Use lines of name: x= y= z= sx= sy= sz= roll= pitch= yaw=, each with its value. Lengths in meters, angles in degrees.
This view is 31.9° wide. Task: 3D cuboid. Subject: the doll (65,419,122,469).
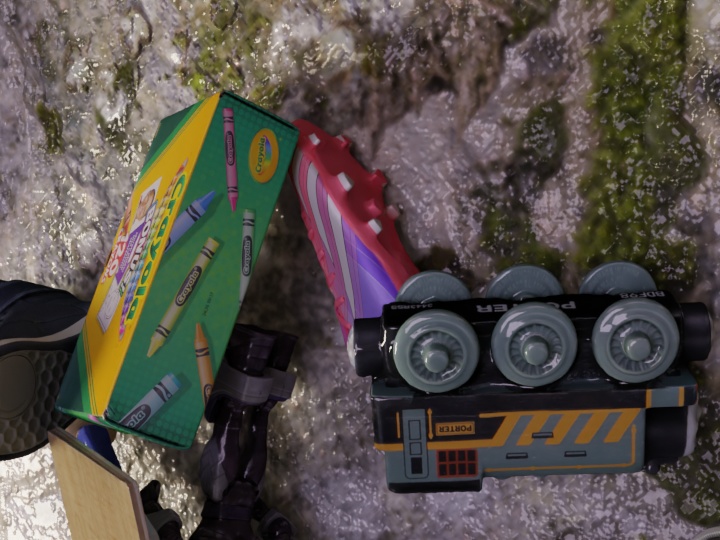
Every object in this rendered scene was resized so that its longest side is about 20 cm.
doll: x=-0.148 y=0.194 z=0.841 sx=0.048 sy=0.137 sz=0.202 roll=-21 pitch=65 yaw=-14

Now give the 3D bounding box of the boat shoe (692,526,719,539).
boat shoe: x=0.222 y=0.237 z=0.663 sx=0.071 sy=0.060 sz=0.204 roll=-25 pitch=82 yaw=28

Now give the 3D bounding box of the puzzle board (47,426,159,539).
puzzle board: x=-0.137 y=0.202 z=0.751 sx=0.150 sy=0.017 sz=0.203 roll=10 pitch=113 yaw=59

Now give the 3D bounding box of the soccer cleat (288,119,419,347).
soccer cleat: x=0.000 y=0.000 z=0.770 sx=0.076 sy=0.066 sz=0.201 roll=-39 pitch=78 yaw=24

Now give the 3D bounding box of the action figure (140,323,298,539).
action figure: x=-0.082 y=0.136 z=0.794 sx=0.069 sy=0.130 sz=0.203 roll=5 pitch=82 yaw=33

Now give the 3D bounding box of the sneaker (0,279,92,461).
sneaker: x=-0.247 y=0.061 z=0.838 sx=0.144 sy=0.202 sz=0.078 roll=10 pitch=107 yaw=30

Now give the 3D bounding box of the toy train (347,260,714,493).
toy train: x=0.092 y=0.061 z=0.688 sx=0.196 sy=0.085 sz=0.116 roll=-3 pitch=110 yaw=2

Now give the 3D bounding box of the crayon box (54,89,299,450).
crayon box: x=-0.113 y=0.001 z=0.767 sx=0.118 sy=0.058 sz=0.203 roll=-5 pitch=64 yaw=63
